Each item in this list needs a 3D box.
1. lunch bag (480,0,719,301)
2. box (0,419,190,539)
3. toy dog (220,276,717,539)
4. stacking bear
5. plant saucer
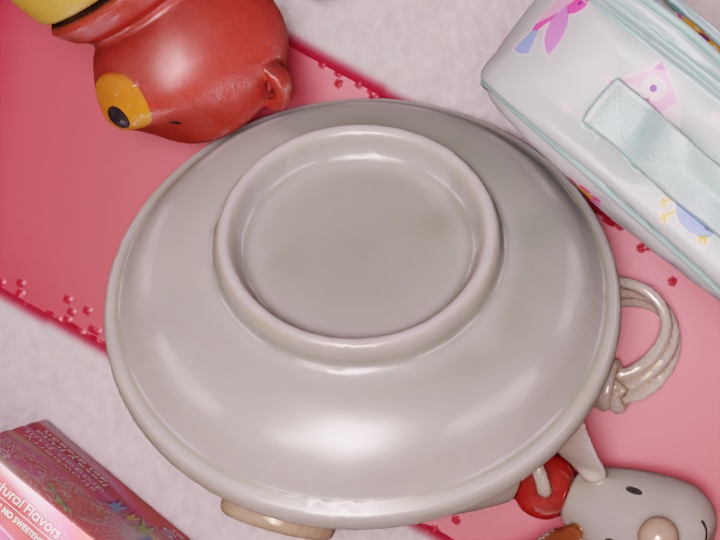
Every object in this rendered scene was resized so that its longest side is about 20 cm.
[{"bbox_3d":[0.139,-0.031,0.774,0.200,0.160,0.077,40,97,6],"label":"lunch bag"},{"bbox_3d":[-0.093,0.162,0.844,0.200,0.095,0.103,40,95,5],"label":"box"},{"bbox_3d":[0.037,0.075,0.823,0.199,0.096,0.133,-5,91,8],"label":"toy dog"},{"bbox_3d":[-0.104,-0.135,0.820,0.200,0.121,0.114,54,55,-19],"label":"stacking bear"},{"bbox_3d":[0.000,0.000,0.795,0.199,0.050,0.201,-1,54,1],"label":"plant saucer"}]
